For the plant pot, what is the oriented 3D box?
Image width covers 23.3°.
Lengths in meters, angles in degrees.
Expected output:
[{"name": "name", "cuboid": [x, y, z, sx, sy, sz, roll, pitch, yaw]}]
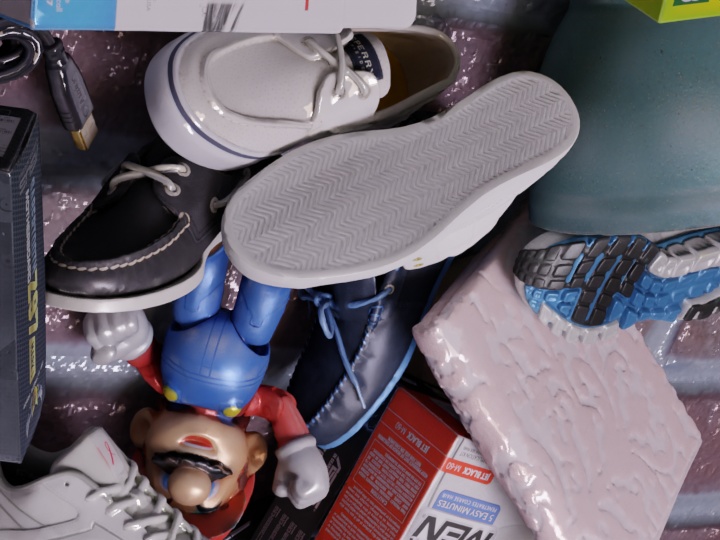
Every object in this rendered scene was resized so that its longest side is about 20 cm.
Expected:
[{"name": "plant pot", "cuboid": [0.183, -0.108, 0.972, 0.199, 0.200, 0.135, -15, 102, -29]}]

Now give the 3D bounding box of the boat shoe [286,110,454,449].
[{"name": "boat shoe", "cuboid": [0.000, 0.000, 0.989, 0.068, 0.084, 0.201, 26, 87, -38]}]

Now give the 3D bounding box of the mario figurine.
[{"name": "mario figurine", "cuboid": [-0.079, 0.070, 0.939, 0.106, 0.123, 0.201, -18, 128, -47]}]

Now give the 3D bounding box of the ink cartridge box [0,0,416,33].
[{"name": "ink cartridge box", "cuboid": [-0.068, -0.168, 0.783, 0.199, 0.067, 0.117, -4, 106, -36]}]

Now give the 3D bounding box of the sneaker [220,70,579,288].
[{"name": "sneaker", "cuboid": [0.011, -0.024, 0.882, 0.199, 0.074, 0.116, -22, 165, -26]}]

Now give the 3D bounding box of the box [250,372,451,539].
[{"name": "box", "cuboid": [0.012, 0.166, 1.075, 0.160, 0.043, 0.201, 26, 97, -44]}]

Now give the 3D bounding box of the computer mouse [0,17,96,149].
[{"name": "computer mouse", "cuboid": [-0.185, -0.030, 0.829, 0.140, 0.046, 0.201, -31, 131, -22]}]

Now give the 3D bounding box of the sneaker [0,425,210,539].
[{"name": "sneaker", "cuboid": [-0.130, 0.135, 0.910, 0.078, 0.199, 0.100, -46, 149, -65]}]

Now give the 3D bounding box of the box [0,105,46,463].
[{"name": "box", "cuboid": [-0.234, -0.002, 0.734, 0.198, 0.051, 0.159, 7, 126, 1]}]

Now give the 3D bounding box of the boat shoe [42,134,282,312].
[{"name": "boat shoe", "cuboid": [-0.090, -0.035, 0.839, 0.200, 0.073, 0.061, -35, 135, -57]}]

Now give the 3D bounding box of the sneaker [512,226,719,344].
[{"name": "sneaker", "cuboid": [0.147, -0.012, 1.033, 0.199, 0.087, 0.075, -2, 129, -46]}]

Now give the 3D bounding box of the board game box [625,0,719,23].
[{"name": "board game box", "cuboid": [0.123, -0.186, 0.838, 0.101, 0.200, 0.048, -10, 128, -31]}]

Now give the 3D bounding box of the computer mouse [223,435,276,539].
[{"name": "computer mouse", "cuboid": [-0.061, 0.158, 1.069, 0.199, 0.046, 0.141, -10, 128, -32]}]

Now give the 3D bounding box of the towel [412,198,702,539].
[{"name": "towel", "cuboid": [0.119, 0.073, 1.015, 0.201, 0.032, 0.191, 57, 35, -11]}]

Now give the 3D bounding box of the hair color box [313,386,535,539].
[{"name": "hair color box", "cuboid": [0.026, 0.178, 1.019, 0.111, 0.064, 0.201, 20, 102, -44]}]

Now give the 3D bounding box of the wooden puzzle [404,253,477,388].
[{"name": "wooden puzzle", "cuboid": [0.096, 0.069, 1.136, 0.184, 0.037, 0.201, -17, 126, -26]}]

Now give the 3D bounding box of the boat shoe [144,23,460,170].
[{"name": "boat shoe", "cuboid": [-0.019, -0.095, 0.851, 0.070, 0.071, 0.199, -22, 172, 37]}]
